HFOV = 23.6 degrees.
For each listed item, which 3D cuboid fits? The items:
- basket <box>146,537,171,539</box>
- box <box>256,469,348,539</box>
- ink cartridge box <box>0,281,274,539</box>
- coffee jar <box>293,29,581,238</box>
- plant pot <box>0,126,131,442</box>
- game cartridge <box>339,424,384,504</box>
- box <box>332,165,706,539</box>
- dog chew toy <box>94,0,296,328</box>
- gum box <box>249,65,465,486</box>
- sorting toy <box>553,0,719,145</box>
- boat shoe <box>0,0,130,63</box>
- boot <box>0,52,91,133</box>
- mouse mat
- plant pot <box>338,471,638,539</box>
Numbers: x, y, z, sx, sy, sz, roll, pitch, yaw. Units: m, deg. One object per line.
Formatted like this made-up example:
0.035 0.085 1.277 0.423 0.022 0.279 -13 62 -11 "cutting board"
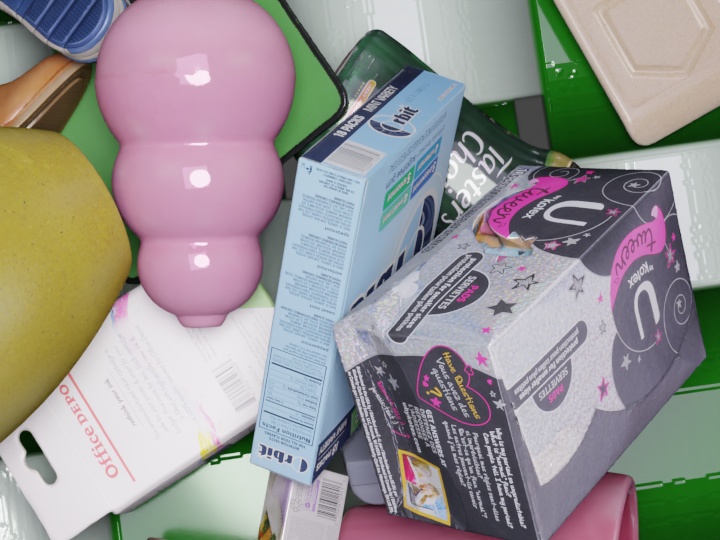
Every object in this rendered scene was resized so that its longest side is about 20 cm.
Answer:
-0.095 0.276 1.074 0.178 0.136 0.202 8 80 11 "basket"
-0.048 0.215 1.014 0.041 0.039 0.202 17 71 -23 "box"
-0.138 0.079 1.123 0.199 0.067 0.118 -32 84 -5 "ink cartridge box"
0.061 -0.063 1.134 0.199 0.085 0.105 34 87 2 "coffee jar"
-0.223 -0.006 1.038 0.141 0.200 0.201 -30 85 -26 "plant pot"
0.081 0.087 1.097 0.198 0.133 0.041 -16 110 -2 "game cartridge"
0.098 0.040 0.985 0.200 0.114 0.133 -40 123 -42 "box"
-0.099 -0.066 1.058 0.123 0.125 0.203 -2 93 -1 "dog chew toy"
0.000 0.000 1.028 0.044 0.170 0.202 19 119 14 "gum box"
0.219 -0.213 1.183 0.184 0.036 0.201 -29 90 -4 "sorting toy"
-0.214 -0.191 1.143 0.072 0.072 0.200 -47 60 5 "boat shoe"
-0.290 -0.116 1.140 0.200 0.077 0.156 -41 81 9 "boot"
-0.120 -0.109 1.131 0.199 0.008 0.162 -38 73 15 "mouse mat"
0.074 0.217 1.062 0.177 0.200 0.202 4 83 15 "plant pot"
